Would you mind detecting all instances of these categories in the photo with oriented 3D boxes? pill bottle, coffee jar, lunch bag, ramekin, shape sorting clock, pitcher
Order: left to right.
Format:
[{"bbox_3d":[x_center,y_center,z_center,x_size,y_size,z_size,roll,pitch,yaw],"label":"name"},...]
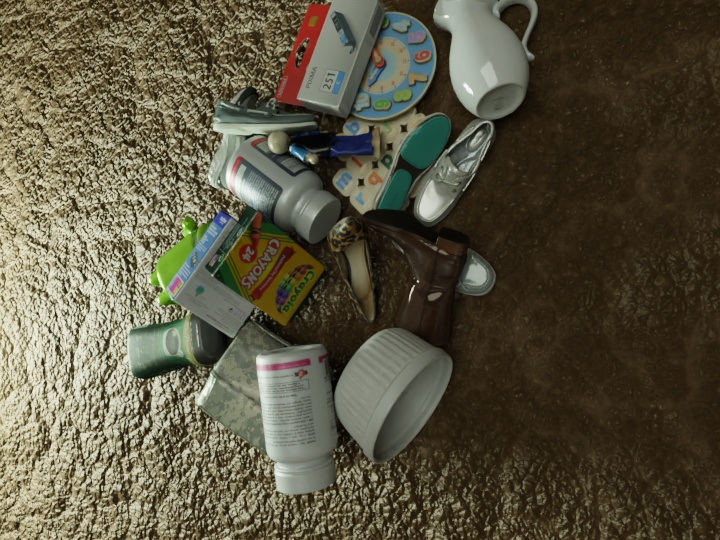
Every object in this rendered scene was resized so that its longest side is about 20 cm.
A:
[{"bbox_3d":[-0.352,0.143,1.139,0.195,0.085,0.107,-14,78,21],"label":"coffee jar"},{"bbox_3d":[-0.158,0.203,1.029,0.197,0.139,0.171,30,95,17],"label":"lunch bag"},{"bbox_3d":[-0.136,-0.141,1.053,0.199,0.119,0.121,37,100,19],"label":"pill bottle"},{"bbox_3d":[-0.094,0.223,0.897,0.110,0.113,0.206,-8,88,20],"label":"pill bottle"},{"bbox_3d":[0.038,-0.362,1.033,0.195,0.039,0.206,-4,78,21],"label":"shape sorting clock"},{"bbox_3d":[0.047,0.187,0.924,0.104,0.199,0.203,34,99,28],"label":"ramekin"},{"bbox_3d":[0.218,-0.353,0.931,0.167,0.122,0.205,-14,65,5],"label":"pitcher"}]

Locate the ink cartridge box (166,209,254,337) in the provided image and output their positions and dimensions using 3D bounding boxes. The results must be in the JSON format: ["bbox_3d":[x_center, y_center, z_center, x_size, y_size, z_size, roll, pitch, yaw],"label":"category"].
[{"bbox_3d":[-0.224,-0.007,1.026,0.202,0.136,0.076,-54,34,-4],"label":"ink cartridge box"}]

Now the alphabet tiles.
[{"bbox_3d":[0.041,-0.203,1.043,0.196,0.015,0.201,45,103,18],"label":"alphabet tiles"}]

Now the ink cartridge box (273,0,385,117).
[{"bbox_3d":[-0.066,-0.389,1.043,0.173,0.045,0.205,19,86,27],"label":"ink cartridge box"}]

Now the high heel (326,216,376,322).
[{"bbox_3d":[0.000,0.000,0.959,0.070,0.201,0.145,-21,75,-9],"label":"high heel"}]

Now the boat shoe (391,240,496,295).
[{"bbox_3d":[0.130,-0.023,0.969,0.200,0.065,0.076,35,99,19],"label":"boat shoe"}]

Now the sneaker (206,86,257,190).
[{"bbox_3d":[-0.228,-0.250,1.129,0.077,0.074,0.205,19,98,10],"label":"sneaker"}]

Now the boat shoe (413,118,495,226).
[{"bbox_3d":[0.151,-0.163,0.961,0.070,0.069,0.203,33,100,2],"label":"boat shoe"}]

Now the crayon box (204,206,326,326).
[{"bbox_3d":[-0.148,0.003,1.001,0.128,0.199,0.051,-54,35,-5],"label":"crayon box"}]

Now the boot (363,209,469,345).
[{"bbox_3d":[0.075,0.016,0.952,0.183,0.064,0.204,21,123,20],"label":"boot"}]

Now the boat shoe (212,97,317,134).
[{"bbox_3d":[-0.172,-0.280,1.052,0.194,0.073,0.064,2,93,11],"label":"boat shoe"}]

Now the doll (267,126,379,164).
[{"bbox_3d":[-0.063,-0.220,1.016,0.194,0.138,0.050,-1,121,2],"label":"doll"}]

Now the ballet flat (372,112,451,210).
[{"bbox_3d":[0.078,-0.177,0.986,0.069,0.069,0.203,34,98,19],"label":"ballet flat"}]

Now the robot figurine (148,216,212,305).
[{"bbox_3d":[-0.304,-0.010,1.113,0.198,0.115,0.178,-33,76,16],"label":"robot figurine"}]
